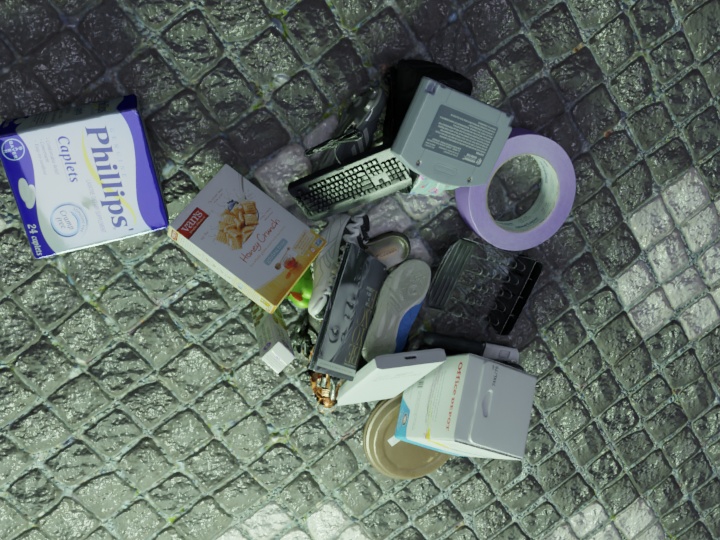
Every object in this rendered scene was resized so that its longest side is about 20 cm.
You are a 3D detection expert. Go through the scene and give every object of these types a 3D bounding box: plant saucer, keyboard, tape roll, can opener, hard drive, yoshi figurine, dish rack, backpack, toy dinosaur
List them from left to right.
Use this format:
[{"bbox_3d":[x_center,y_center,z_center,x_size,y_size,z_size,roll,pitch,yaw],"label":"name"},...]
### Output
[{"bbox_3d":[-0.155,-0.016,1.334,0.199,0.112,0.112,37,56,-10],"label":"yoshi figurine"},{"bbox_3d":[-0.053,0.137,1.375,0.101,0.136,0.201,16,112,-23],"label":"toy dinosaur"},{"bbox_3d":[-0.027,-0.151,1.261,0.199,0.021,0.128,-19,116,27],"label":"keyboard"},{"bbox_3d":[0.043,0.183,1.400,0.131,0.200,0.026,-4,67,-26],"label":"hard drive"},{"bbox_3d":[0.102,0.310,1.547,0.198,0.029,0.202,-5,111,-14],"label":"plant saucer"},{"bbox_3d":[0.105,-0.215,1.293,0.126,0.167,0.202,-1,116,-21],"label":"backpack"},{"bbox_3d":[0.208,0.158,1.502,0.198,0.067,0.054,12,105,-20],"label":"can opener"},{"bbox_3d":[0.214,0.026,1.442,0.199,0.055,0.154,14,105,-37],"label":"dish rack"},{"bbox_3d":[0.265,-0.139,1.413,0.198,0.066,0.202,-5,111,-14],"label":"tape roll"}]

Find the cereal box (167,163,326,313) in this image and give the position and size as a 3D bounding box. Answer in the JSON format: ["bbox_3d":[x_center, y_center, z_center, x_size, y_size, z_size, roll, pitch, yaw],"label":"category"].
[{"bbox_3d":[-0.170,-0.050,1.246,0.199,0.040,0.144,37,61,-1],"label":"cereal box"}]

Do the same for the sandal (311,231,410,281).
[{"bbox_3d":[0.000,0.000,1.390,0.199,0.055,0.082,-24,114,-7],"label":"sandal"}]

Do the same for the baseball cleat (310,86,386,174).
[{"bbox_3d":[-0.004,-0.193,1.321,0.106,0.070,0.200,29,109,-29],"label":"baseball cleat"}]

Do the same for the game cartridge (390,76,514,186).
[{"bbox_3d":[0.134,-0.194,1.210,0.199,0.041,0.134,11,106,-43],"label":"game cartridge"}]

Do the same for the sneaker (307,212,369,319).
[{"bbox_3d":[-0.049,-0.010,1.318,0.080,0.201,0.075,12,147,16],"label":"sneaker"}]

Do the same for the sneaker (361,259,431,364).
[{"bbox_3d":[0.062,0.081,1.431,0.076,0.111,0.201,22,74,10],"label":"sneaker"}]

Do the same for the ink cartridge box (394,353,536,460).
[{"bbox_3d":[0.179,0.237,1.424,0.145,0.200,0.148,20,73,-22],"label":"ink cartridge box"}]

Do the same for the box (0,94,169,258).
[{"bbox_3d":[-0.398,-0.138,1.196,0.198,0.105,0.185,-15,113,-11],"label":"box"}]

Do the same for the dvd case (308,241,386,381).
[{"bbox_3d":[-0.016,0.069,1.301,0.149,0.016,0.202,31,74,-64],"label":"dvd case"}]

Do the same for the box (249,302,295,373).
[{"bbox_3d":[-0.141,0.093,1.303,0.039,0.200,0.041,-43,113,6],"label":"box"}]
